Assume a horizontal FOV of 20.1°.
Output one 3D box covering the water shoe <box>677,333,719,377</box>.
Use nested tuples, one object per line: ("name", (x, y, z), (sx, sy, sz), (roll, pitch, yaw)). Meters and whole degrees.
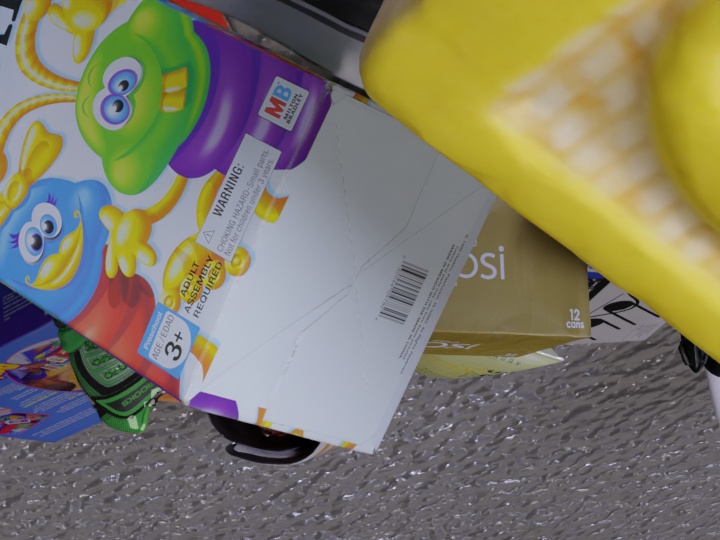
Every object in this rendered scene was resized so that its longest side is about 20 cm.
("water shoe", (0.162, 0.006, 0.888), (0.071, 0.080, 0.199), (-9, 170, 34))

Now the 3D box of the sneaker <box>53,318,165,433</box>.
("sneaker", (-0.045, 0.018, 0.960), (0.198, 0.086, 0.078), (-17, -168, -16))

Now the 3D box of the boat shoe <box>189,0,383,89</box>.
("boat shoe", (-0.036, -0.121, 0.663), (0.199, 0.070, 0.066), (26, 115, -39))

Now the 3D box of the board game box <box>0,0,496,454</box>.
("board game box", (-0.071, -0.035, 0.672), (0.199, 0.106, 0.103), (28, -175, 37))

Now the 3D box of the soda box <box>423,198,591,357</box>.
("soda box", (0.000, 0.000, 0.873), (0.198, 0.065, 0.068), (2, 169, -27))

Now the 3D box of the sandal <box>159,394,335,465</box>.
("sandal", (-0.052, 0.075, 1.075), (0.079, 0.060, 0.206), (-23, 163, 36))

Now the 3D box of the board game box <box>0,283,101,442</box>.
("board game box", (-0.162, 0.040, 1.093), (0.134, 0.045, 0.199), (12, 153, -43))

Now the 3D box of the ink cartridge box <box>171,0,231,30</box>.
("ink cartridge box", (-0.135, -0.051, 0.852), (0.198, 0.044, 0.174), (-9, 162, 7))

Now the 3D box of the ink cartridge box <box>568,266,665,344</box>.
("ink cartridge box", (0.141, -0.013, 1.050), (0.093, 0.045, 0.200), (-2, 160, -18))

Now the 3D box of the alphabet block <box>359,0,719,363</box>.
("alphabet block", (0.148, -0.099, 0.474), (0.195, 0.201, 0.196), (35, 146, -13))

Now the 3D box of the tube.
("tube", (0.051, 0.033, 1.050), (0.058, 0.052, 0.200), (-23, 180, -6))

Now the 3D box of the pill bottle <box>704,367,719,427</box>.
("pill bottle", (0.297, 0.035, 1.136), (0.198, 0.115, 0.114), (-13, 160, 19))
